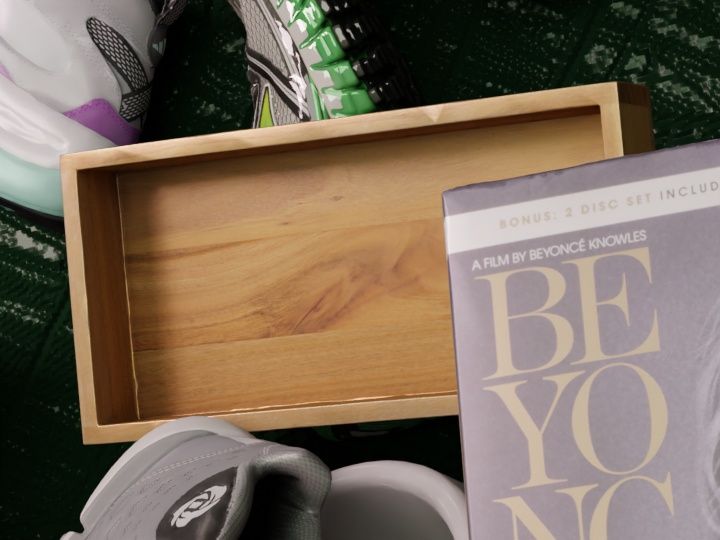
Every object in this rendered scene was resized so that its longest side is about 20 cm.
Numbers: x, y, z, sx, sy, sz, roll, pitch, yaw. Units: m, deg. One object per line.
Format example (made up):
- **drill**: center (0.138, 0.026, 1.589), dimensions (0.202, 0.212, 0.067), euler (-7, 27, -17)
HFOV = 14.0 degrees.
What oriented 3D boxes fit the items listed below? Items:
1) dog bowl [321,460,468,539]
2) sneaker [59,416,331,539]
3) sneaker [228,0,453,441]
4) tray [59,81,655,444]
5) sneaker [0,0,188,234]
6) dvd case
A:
- **dog bowl**: center (-0.011, 0.147, 0.922), dimensions (0.200, 0.059, 0.200), euler (-33, 33, 25)
- **sneaker**: center (-0.075, 0.127, 0.881), dimensions (0.200, 0.075, 0.115), euler (-58, 21, -18)
- **sneaker**: center (-0.020, -0.036, 1.018), dimensions (0.085, 0.078, 0.200), euler (-25, 70, 15)
- **tray**: center (0.000, 0.000, 0.956), dimensions (0.200, 0.037, 0.099), euler (-6, 88, 25)
- **sneaker**: center (-0.156, -0.105, 1.094), dimensions (0.200, 0.078, 0.140), euler (20, 83, 15)
- **dvd case**: center (0.099, 0.062, 0.765), dimensions (0.148, 0.016, 0.200), euler (-10, 72, 20)
